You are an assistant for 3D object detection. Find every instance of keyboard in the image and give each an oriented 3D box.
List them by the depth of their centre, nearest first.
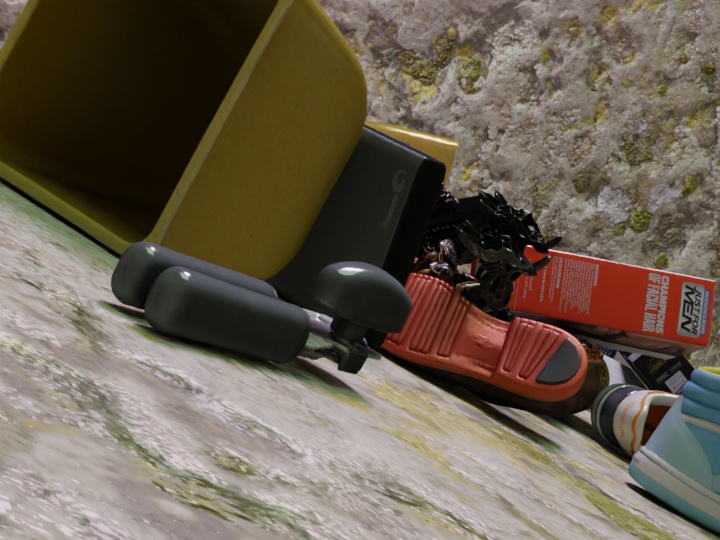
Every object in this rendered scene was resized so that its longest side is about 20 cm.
[{"bbox_3d":[0.069,-0.029,1.309,0.104,0.040,0.199,42,-25,-21],"label":"keyboard"}]

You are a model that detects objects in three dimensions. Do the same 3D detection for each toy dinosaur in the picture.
[{"bbox_3d":[0.093,0.019,1.117,0.198,0.137,0.103,14,27,-13],"label":"toy dinosaur"}]

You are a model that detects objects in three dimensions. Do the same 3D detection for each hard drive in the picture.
[{"bbox_3d":[-0.028,-0.045,1.056,0.033,0.141,0.199,11,13,-42],"label":"hard drive"}]

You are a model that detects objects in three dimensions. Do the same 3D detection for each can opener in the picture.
[{"bbox_3d":[-0.048,0.015,0.745,0.052,0.067,0.199,31,10,34],"label":"can opener"}]

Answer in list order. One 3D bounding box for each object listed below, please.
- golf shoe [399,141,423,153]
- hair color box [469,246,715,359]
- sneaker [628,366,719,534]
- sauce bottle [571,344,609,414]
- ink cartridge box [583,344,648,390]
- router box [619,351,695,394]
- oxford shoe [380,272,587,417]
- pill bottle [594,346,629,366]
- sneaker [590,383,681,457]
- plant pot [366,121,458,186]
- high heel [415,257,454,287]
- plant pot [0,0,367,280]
[{"bbox_3d":[-0.041,-0.048,1.137,0.073,0.198,0.092,64,33,-18],"label":"golf shoe"},{"bbox_3d":[0.201,0.028,1.267,0.197,0.065,0.111,9,-10,-6],"label":"hair color box"},{"bbox_3d":[0.307,0.139,1.022,0.198,0.132,0.080,27,2,-3],"label":"sneaker"},{"bbox_3d":[0.183,0.097,1.258,0.064,0.065,0.200,28,5,13],"label":"sauce bottle"},{"bbox_3d":[0.255,0.130,1.575,0.159,0.048,0.200,27,13,-15],"label":"ink cartridge box"},{"bbox_3d":[0.368,0.142,1.619,0.158,0.052,0.200,51,5,3],"label":"router box"},{"bbox_3d":[0.070,0.062,1.060,0.198,0.072,0.073,23,-30,19],"label":"oxford shoe"},{"bbox_3d":[0.290,0.081,1.885,0.198,0.112,0.111,26,4,-22],"label":"pill bottle"},{"bbox_3d":[0.298,0.152,1.216,0.198,0.079,0.079,15,2,-15],"label":"sneaker"},{"bbox_3d":[0.006,-0.126,2.053,0.198,0.196,0.196,18,5,-8],"label":"plant pot"},{"bbox_3d":[0.061,0.030,1.204,0.199,0.068,0.096,30,9,-5],"label":"high heel"},{"bbox_3d":[-0.108,-0.101,0.959,0.194,0.196,0.200,29,-1,31],"label":"plant pot"}]
